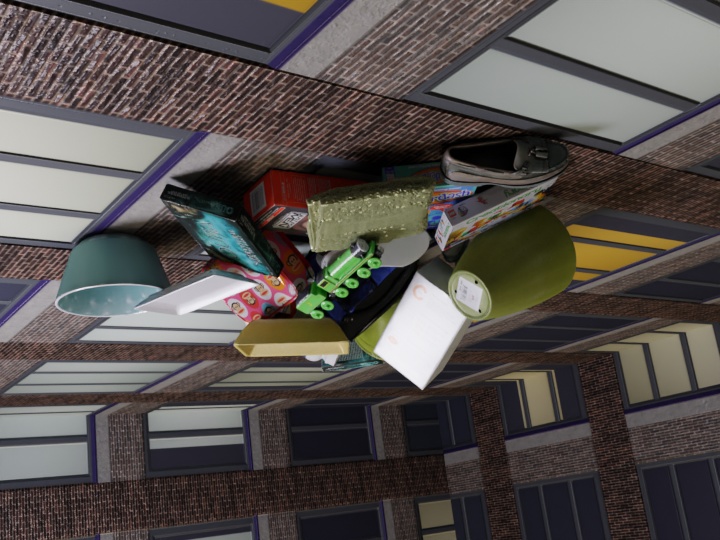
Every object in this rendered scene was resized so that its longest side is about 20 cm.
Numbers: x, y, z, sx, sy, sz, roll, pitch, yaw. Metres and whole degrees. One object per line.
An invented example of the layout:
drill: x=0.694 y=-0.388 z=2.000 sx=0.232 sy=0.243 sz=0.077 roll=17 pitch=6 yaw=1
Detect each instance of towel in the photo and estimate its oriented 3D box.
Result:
towel: x=0.014 y=-0.087 z=1.318 sx=0.197 sy=0.037 sz=0.149 roll=-10 pitch=152 yaw=-9

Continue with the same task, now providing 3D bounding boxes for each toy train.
toy train: x=-0.036 y=0.012 z=1.392 sx=0.056 sy=0.042 sz=0.200 roll=29 pitch=131 yaw=-22

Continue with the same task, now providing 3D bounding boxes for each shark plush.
shark plush: x=0.179 y=-0.033 z=1.679 sx=0.089 sy=0.085 sz=0.200 roll=-8 pitch=164 yaw=2

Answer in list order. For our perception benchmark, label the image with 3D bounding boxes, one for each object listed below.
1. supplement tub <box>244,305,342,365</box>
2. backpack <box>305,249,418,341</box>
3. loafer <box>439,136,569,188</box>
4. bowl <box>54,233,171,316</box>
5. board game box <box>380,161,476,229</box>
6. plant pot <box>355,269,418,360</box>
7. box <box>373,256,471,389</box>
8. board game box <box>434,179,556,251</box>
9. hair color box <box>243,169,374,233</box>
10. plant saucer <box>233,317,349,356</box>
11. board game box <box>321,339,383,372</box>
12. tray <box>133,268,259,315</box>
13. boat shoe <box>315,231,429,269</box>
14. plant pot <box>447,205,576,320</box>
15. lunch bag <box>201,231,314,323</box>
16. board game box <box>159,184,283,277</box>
supplement tub: x=-0.113 y=0.089 z=1.708 sx=0.198 sy=0.146 sz=0.145 roll=27 pitch=163 yaw=4
backpack: x=0.000 y=0.000 z=1.575 sx=0.199 sy=0.168 sz=0.163 roll=-39 pitch=170 yaw=-7
loafer: x=0.217 y=-0.164 z=1.286 sx=0.197 sy=0.073 sz=0.063 roll=-6 pitch=158 yaw=1
bowl: x=-0.422 y=0.004 z=1.482 sx=0.198 sy=0.107 sz=0.201 roll=-8 pitch=163 yaw=-2
board game box: x=0.103 y=-0.119 z=1.423 sx=0.150 sy=0.046 sz=0.200 roll=-6 pitch=163 yaw=-4
plant pot: x=0.061 y=0.058 z=1.781 sx=0.197 sy=0.203 sz=0.194 roll=-9 pitch=153 yaw=4
box: x=0.131 y=0.099 z=1.622 sx=0.097 sy=0.124 sz=0.201 roll=-32 pitch=154 yaw=-56
board game box: x=0.223 y=-0.106 z=1.438 sx=0.198 sy=0.035 sz=0.126 roll=-26 pitch=166 yaw=-8
hair color box: x=-0.074 y=-0.103 z=1.364 sx=0.198 sy=0.062 sz=0.101 roll=2 pitch=160 yaw=-34
plant saucer: x=-0.119 y=0.120 z=1.550 sx=0.197 sy=0.049 sz=0.200 roll=-1 pitch=169 yaw=-1
board game box: x=-0.028 y=0.120 z=1.896 sx=0.133 sy=0.202 sz=0.028 roll=-8 pitch=147 yaw=2
tray: x=-0.274 y=0.035 z=1.434 sx=0.198 sy=0.023 sz=0.107 roll=-20 pitch=161 yaw=32
boat shoe: x=0.020 y=-0.040 z=1.470 sx=0.197 sy=0.072 sz=0.064 roll=-14 pitch=-154 yaw=-20
plant pot: x=0.248 y=0.003 z=1.517 sx=0.199 sy=0.189 sz=0.187 roll=-32 pitch=-179 yaw=-38
lunch bag: x=-0.174 y=0.015 z=1.516 sx=0.199 sy=0.176 sz=0.082 roll=-31 pitch=-166 yaw=49
board game box: x=-0.209 y=-0.057 z=1.327 sx=0.134 sy=0.028 sz=0.200 roll=16 pitch=160 yaw=21
